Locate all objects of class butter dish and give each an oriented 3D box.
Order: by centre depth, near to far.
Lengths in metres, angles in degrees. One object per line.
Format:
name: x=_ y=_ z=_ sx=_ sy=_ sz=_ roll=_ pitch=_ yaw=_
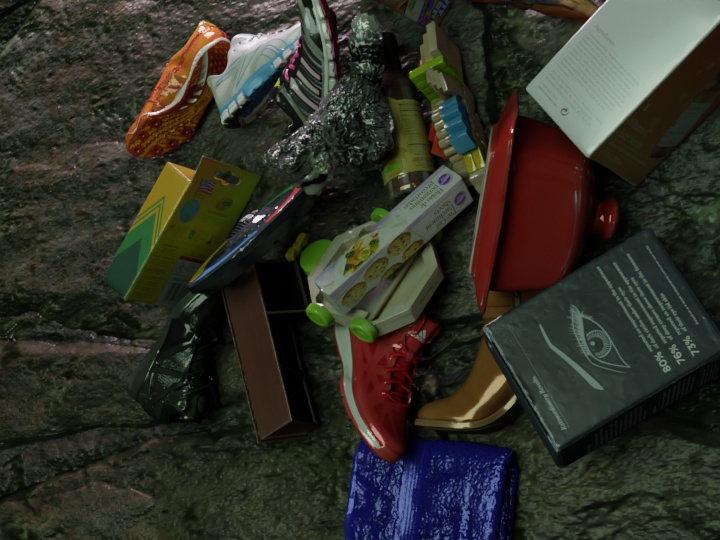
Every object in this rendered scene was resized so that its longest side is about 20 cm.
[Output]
butter dish: x=0.195 y=-0.064 z=1.424 sx=0.146 sy=0.200 sz=0.203 roll=10 pitch=110 yaw=4

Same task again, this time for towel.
towel: x=0.074 y=0.259 z=1.520 sx=0.198 sy=0.049 sz=0.150 roll=2 pitch=84 yaw=32

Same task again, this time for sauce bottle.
sauce bottle: x=0.042 y=-0.177 z=1.598 sx=0.064 sy=0.064 sz=0.203 roll=-21 pitch=71 yaw=27

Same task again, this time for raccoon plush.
raccoon plush: x=-0.045 y=-0.184 z=1.548 sx=0.097 sy=0.132 sz=0.203 roll=-18 pitch=77 yaw=63

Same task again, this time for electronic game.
electronic game: x=-0.126 y=-0.044 z=1.617 sx=0.199 sy=0.200 sz=0.042 roll=-38 pitch=100 yaw=21

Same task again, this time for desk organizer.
desk organizer: x=-0.097 y=0.092 z=1.622 sx=0.077 sy=0.071 sz=0.202 roll=-35 pitch=64 yaw=48

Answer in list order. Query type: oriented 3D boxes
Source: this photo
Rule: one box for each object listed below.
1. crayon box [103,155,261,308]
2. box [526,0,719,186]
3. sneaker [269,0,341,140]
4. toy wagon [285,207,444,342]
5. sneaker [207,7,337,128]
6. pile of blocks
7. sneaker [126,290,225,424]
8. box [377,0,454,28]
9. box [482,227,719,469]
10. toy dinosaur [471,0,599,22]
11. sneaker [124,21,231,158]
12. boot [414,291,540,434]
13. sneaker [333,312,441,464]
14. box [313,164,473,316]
crayon box: x=-0.218 y=-0.053 z=1.701 sx=0.051 sy=0.127 sz=0.201 roll=37 pitch=101 yaw=30
box: x=0.294 y=-0.204 z=1.394 sx=0.200 sy=0.152 sz=0.107 roll=-46 pitch=62 yaw=18
sneaker: x=-0.067 y=-0.229 z=1.613 sx=0.086 sy=0.074 sz=0.202 roll=-3 pitch=117 yaw=5
toy wagon: x=0.000 y=0.000 z=1.575 sx=0.198 sy=0.040 sz=0.156 roll=16 pitch=62 yaw=39
sneaker: x=-0.116 y=-0.268 z=1.694 sx=0.199 sy=0.075 sz=0.087 roll=-37 pitch=75 yaw=21
pile of blocks: x=0.092 y=-0.176 z=1.555 sx=0.062 sy=0.082 sz=0.202 roll=-25 pitch=71 yaw=25
sneaker: x=-0.202 y=0.111 z=1.698 sx=0.114 sy=0.076 sz=0.200 roll=43 pitch=108 yaw=27
box: x=0.004 y=-0.394 z=1.577 sx=0.200 sy=0.192 sz=0.123 roll=40 pitch=103 yaw=29
box: x=0.242 y=0.079 z=1.371 sx=0.198 sy=0.104 sz=0.149 roll=-30 pitch=69 yaw=1
toy dinosaur: x=0.181 y=-0.307 z=1.522 sx=0.181 sy=0.104 sz=0.202 roll=-24 pitch=82 yaw=48
sneaker: x=-0.234 y=-0.228 z=1.782 sx=0.200 sy=0.073 sz=0.077 roll=-48 pitch=42 yaw=11
boot: x=0.145 y=0.092 z=1.491 sx=0.197 sy=0.074 sz=0.157 roll=-12 pitch=77 yaw=19
sneaker: x=0.039 y=0.107 z=1.528 sx=0.115 sy=0.078 sz=0.202 roll=-34 pitch=50 yaw=19
box: x=0.037 y=-0.034 z=1.524 sx=0.200 sy=0.042 sz=0.039 roll=-41 pitch=43 yaw=-9
